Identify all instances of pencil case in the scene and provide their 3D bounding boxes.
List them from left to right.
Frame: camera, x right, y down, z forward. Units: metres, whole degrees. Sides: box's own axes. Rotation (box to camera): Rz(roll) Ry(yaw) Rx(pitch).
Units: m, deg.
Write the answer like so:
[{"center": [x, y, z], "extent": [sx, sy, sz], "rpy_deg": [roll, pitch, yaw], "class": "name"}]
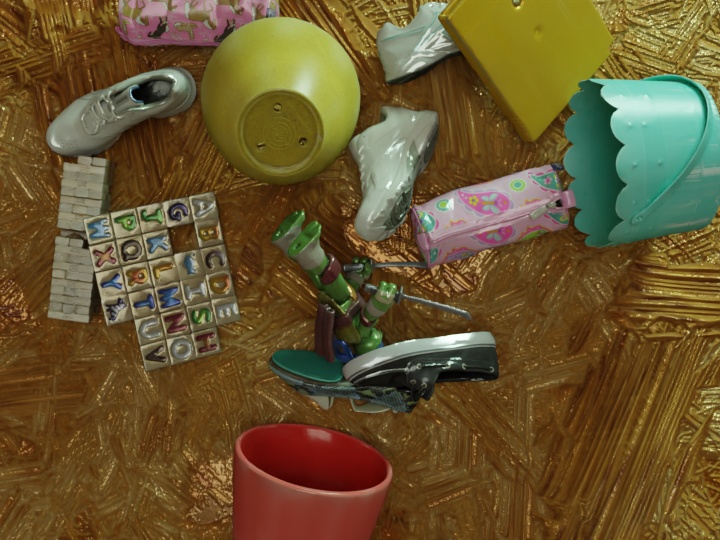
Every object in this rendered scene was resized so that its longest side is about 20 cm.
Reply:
[{"center": [-0.199, -0.317, 1.273], "extent": [0.197, 0.087, 0.084], "rpy_deg": [3, 129, 0], "class": "pencil case"}, {"center": [0.162, -0.067, 1.274], "extent": [0.197, 0.087, 0.089], "rpy_deg": [-15, 91, -1], "class": "pencil case"}]

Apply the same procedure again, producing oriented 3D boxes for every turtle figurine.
[{"center": [0.000, 0.000, 1.235], "extent": [0.199, 0.145, 0.194], "rpy_deg": [-30, 120, 24], "class": "turtle figurine"}]

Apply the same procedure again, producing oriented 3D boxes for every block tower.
[{"center": [-0.349, -0.039, 1.289], "extent": [0.053, 0.058, 0.203], "rpy_deg": [7, 89, 0], "class": "block tower"}]

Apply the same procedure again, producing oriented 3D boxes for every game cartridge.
[{"center": [0.206, -0.289, 1.248], "extent": [0.177, 0.032, 0.200], "rpy_deg": [-47, 120, -11], "class": "game cartridge"}]

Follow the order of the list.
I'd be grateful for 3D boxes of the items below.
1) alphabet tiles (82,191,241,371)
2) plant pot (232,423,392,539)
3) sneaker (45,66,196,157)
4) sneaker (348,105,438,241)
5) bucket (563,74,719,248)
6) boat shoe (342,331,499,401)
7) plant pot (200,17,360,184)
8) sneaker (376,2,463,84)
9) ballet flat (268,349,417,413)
[{"center": [-0.242, 0.016, 1.286], "extent": [0.165, 0.008, 0.203], "rpy_deg": [-13, 96, -17], "class": "alphabet tiles"}, {"center": [-0.069, 0.304, 1.238], "extent": [0.198, 0.201, 0.180], "rpy_deg": [10, 102, 0], "class": "plant pot"}, {"center": [-0.302, -0.202, 1.270], "extent": [0.198, 0.087, 0.075], "rpy_deg": [-27, 93, 1], "class": "sneaker"}, {"center": [0.024, -0.122, 1.264], "extent": [0.098, 0.078, 0.201], "rpy_deg": [18, 57, 14], "class": "sneaker"}, {"center": [0.333, -0.132, 1.223], "extent": [0.133, 0.207, 0.210], "rpy_deg": [-5, 91, -6], "class": "bucket"}, {"center": [0.078, 0.124, 1.239], "extent": [0.197, 0.070, 0.067], "rpy_deg": [-7, 67, -22], "class": "boat shoe"}, {"center": [-0.094, -0.183, 1.211], "extent": [0.197, 0.142, 0.203], "rpy_deg": [-1, 113, -3], "class": "plant pot"}, {"center": [0.112, -0.302, 1.279], "extent": [0.198, 0.070, 0.081], "rpy_deg": [-21, 88, 1], "class": "sneaker"}, {"center": [-0.019, 0.147, 1.292], "extent": [0.197, 0.074, 0.075], "rpy_deg": [7, 91, 3], "class": "ballet flat"}]
